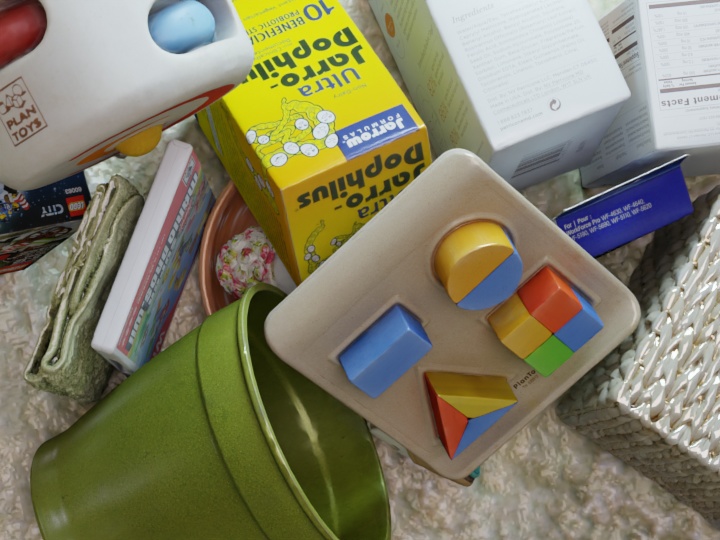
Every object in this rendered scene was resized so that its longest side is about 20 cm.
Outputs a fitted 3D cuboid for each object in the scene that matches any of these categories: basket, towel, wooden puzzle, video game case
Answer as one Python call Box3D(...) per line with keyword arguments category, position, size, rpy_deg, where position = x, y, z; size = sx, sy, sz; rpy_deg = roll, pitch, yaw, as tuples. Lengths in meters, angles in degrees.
Box3D(category="basket", position=(0.261, 0.063, 1.574), size=(0.160, 0.200, 0.199), rpy_deg=(31, 81, -3))
Box3D(category="towel", position=(-0.174, 0.020, 1.509), size=(0.036, 0.200, 0.149), rpy_deg=(21, 83, 3))
Box3D(category="wooden puzzle", position=(0.066, 0.040, 1.472), size=(0.185, 0.046, 0.200), rpy_deg=(-42, 125, 13))
Box3D(category="video game case", position=(-0.136, -0.001, 1.516), size=(0.017, 0.200, 0.144), rpy_deg=(20, 82, 3))

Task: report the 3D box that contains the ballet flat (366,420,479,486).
Box3D(category="ballet flat", position=(0.022, 0.079, 1.562), size=(0.063, 0.069, 0.200), rpy_deg=(-18, 125, 14))

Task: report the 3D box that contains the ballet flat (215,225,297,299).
Box3D(category="ballet flat", position=(0.000, 0.000, 1.569), size=(0.199, 0.064, 0.076), rpy_deg=(5, 85, -8))

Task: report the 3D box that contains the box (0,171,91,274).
Box3D(category="box", position=(-0.293, -0.017, 1.491), size=(0.199, 0.136, 0.038), rpy_deg=(-12, 81, -32))

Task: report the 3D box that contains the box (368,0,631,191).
Box3D(category="box", position=(0.089, -0.167, 1.574), size=(0.106, 0.152, 0.201), rpy_deg=(-21, 79, -10))

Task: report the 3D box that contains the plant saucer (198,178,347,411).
Box3D(category="plant saucer", position=(-0.018, 0.001, 1.617), size=(0.199, 0.037, 0.201), rpy_deg=(1, 84, -9))

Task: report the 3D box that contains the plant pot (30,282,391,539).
Box3D(category="plant pot", position=(-0.110, 0.138, 1.511), size=(0.192, 0.200, 0.201), rpy_deg=(-24, 89, 15))

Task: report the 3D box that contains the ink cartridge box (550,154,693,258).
Box3D(category="ink cartridge box", position=(0.167, -0.030, 1.565), size=(0.099, 0.200, 0.039), rpy_deg=(-24, 86, -9))

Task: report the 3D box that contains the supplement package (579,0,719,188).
Box3D(category="supplement package", position=(0.247, -0.131, 1.585), size=(0.155, 0.200, 0.111), rpy_deg=(-6, 87, -9))

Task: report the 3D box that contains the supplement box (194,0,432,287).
Box3D(category="supplement box", position=(-0.039, -0.103, 1.536), size=(0.109, 0.110, 0.200), rpy_deg=(-24, 51, -11))

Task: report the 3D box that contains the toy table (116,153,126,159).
Box3D(category="toy table", position=(-0.238, -0.130, 1.553), size=(0.183, 0.117, 0.201), rpy_deg=(20, 84, -7))

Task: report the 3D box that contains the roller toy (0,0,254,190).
Box3D(category="roller toy", position=(-0.168, -0.135, 1.412), size=(0.199, 0.182, 0.140), rpy_deg=(-27, 90, -9))
